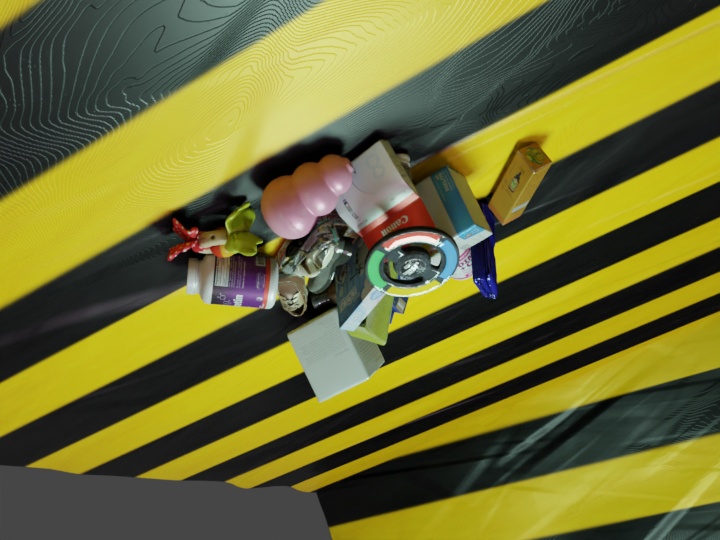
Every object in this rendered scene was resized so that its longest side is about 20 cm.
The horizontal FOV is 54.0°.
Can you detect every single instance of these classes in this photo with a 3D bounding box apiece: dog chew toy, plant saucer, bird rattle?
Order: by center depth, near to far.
[{"bbox_3d":[-0.099,-0.153,1.381,0.198,0.126,0.124,-34,149,13],"label":"dog chew toy"},{"bbox_3d":[-0.296,-0.055,1.463,0.195,0.116,0.163,-16,169,5],"label":"bird rattle"},{"bbox_3d":[0.013,0.060,1.663,0.047,0.206,0.199,11,177,-24],"label":"plant saucer"}]

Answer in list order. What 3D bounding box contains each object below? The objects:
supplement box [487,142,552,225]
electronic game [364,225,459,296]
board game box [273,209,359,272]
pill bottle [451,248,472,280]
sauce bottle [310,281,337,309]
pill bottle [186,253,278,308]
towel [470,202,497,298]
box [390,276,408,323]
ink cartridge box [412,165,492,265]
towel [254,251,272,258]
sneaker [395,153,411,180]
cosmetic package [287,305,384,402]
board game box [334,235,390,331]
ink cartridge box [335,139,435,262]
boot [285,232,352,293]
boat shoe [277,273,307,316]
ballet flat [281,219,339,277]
[{"bbox_3d":[0.359,-0.193,1.599,0.068,0.067,0.201,-25,157,-22],"label":"supplement box"},{"bbox_3d":[0.104,-0.015,1.422,0.194,0.042,0.203,-5,139,-4],"label":"electronic game"},{"bbox_3d":[-0.094,-0.065,1.606,0.148,0.047,0.201,1,147,-31],"label":"board game box"},{"bbox_3d":[0.223,-0.063,1.716,0.111,0.116,0.200,-24,151,15],"label":"pill bottle"},{"bbox_3d":[-0.032,0.050,1.825,0.195,0.066,0.065,-21,152,3],"label":"sauce bottle"},{"bbox_3d":[-0.283,0.021,1.562,0.194,0.115,0.113,5,147,-14],"label":"pill bottle"},{"bbox_3d":[0.303,-0.049,1.697,0.048,0.206,0.147,-8,158,23],"label":"towel"},{"bbox_3d":[0.095,0.024,1.730,0.032,0.205,0.121,12,166,27],"label":"box"},{"bbox_3d":[0.157,-0.102,1.540,0.197,0.149,0.146,-30,164,20],"label":"ink cartridge box"},{"bbox_3d":[-0.220,0.002,1.686,0.085,0.018,0.198,-30,150,24],"label":"towel"},{"bbox_3d":[0.037,-0.155,1.477,0.073,0.089,0.199,13,140,-43],"label":"sneaker"},{"bbox_3d":[-0.063,0.209,1.889,0.164,0.204,0.167,-27,179,19],"label":"cosmetic package"},{"bbox_3d":[0.000,0.000,1.608,0.042,0.203,0.201,10,143,-25],"label":"board game box"},{"bbox_3d":[0.035,-0.131,1.408,0.158,0.203,0.047,-32,175,27],"label":"ink cartridge box"},{"bbox_3d":[-0.111,-0.029,1.564,0.128,0.069,0.201,13,142,-24],"label":"boot"},{"bbox_3d":[-0.162,0.059,1.699,0.074,0.074,0.200,-7,161,7],"label":"boat shoe"},{"bbox_3d":[-0.101,-0.025,1.442,0.070,0.074,0.200,3,151,-33],"label":"ballet flat"}]
